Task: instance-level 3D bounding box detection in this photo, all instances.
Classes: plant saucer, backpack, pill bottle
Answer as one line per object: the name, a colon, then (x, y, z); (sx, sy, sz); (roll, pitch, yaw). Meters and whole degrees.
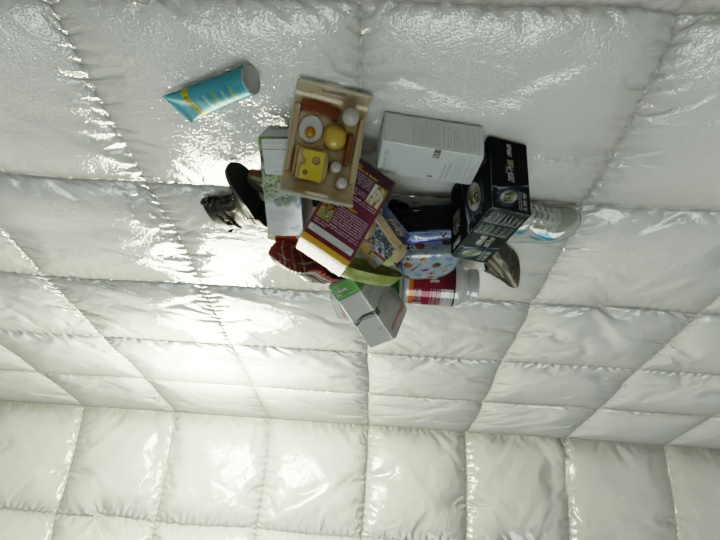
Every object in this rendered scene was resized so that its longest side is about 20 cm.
plant saucer: (0.000, 0.000, 1.497); (0.195, 0.032, 0.200); (15, -172, -2)
backpack: (0.152, -0.065, 1.486); (0.194, 0.159, 0.191); (1, 163, 0)
pill bottle: (0.208, 0.034, 1.689); (0.194, 0.116, 0.114); (3, 153, 1)

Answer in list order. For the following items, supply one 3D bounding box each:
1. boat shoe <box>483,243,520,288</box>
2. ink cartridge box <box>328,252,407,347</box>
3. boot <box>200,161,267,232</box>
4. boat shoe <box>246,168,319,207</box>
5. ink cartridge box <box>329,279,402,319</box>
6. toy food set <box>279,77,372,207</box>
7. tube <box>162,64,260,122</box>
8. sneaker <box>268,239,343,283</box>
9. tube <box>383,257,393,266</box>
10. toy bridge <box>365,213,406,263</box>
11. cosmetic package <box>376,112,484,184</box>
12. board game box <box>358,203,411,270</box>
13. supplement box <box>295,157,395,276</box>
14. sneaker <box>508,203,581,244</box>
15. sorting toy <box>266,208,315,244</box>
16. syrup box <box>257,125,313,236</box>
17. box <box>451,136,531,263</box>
boat shoe: (0.345, -0.024, 1.619); (0.072, 0.076, 0.200); (-2, 144, 35)
ink cartridge box: (0.023, 0.071, 1.655); (0.083, 0.147, 0.202); (-24, 108, 31)
boot: (-0.298, -0.155, 1.462); (0.170, 0.070, 0.202); (3, 140, 32)
boat shoe: (-0.140, -0.188, 1.371); (0.194, 0.076, 0.076); (13, 162, 7)
ink cartridge box: (0.023, 0.073, 1.823); (0.194, 0.085, 0.147); (-1, 152, 9)
toy food set: (-0.063, -0.229, 1.174); (0.139, 0.206, 0.060); (10, -175, -11)
tube: (-0.269, -0.321, 1.178); (0.196, 0.051, 0.077); (-9, 143, 34)
sneaker: (-0.136, -0.009, 1.549); (0.197, 0.080, 0.081); (23, 148, -31)
tube: (0.025, -0.068, 1.573); (0.051, 0.059, 0.200); (-18, 150, 22)
toy bridge: (0.020, -0.097, 1.347); (0.198, 0.027, 0.068); (38, 141, 20)
cosmetic package: (0.131, -0.232, 1.245); (0.194, 0.076, 0.102); (6, 153, -4)
board game box: (0.007, -0.113, 1.401); (0.201, 0.034, 0.135); (51, 145, 1)
supplement box: (-0.029, -0.109, 1.257); (0.109, 0.203, 0.086); (32, 162, -4)
sneaker: (0.389, -0.109, 1.435); (0.194, 0.078, 0.081); (-6, 149, 15)
sorting toy: (-0.123, -0.092, 1.550); (0.194, 0.071, 0.200); (10, 152, -9)
syrup box: (-0.144, -0.175, 1.275); (0.076, 0.082, 0.205); (2, 117, 11)
box: (0.256, -0.137, 1.305); (0.084, 0.168, 0.201); (10, 153, -12)
